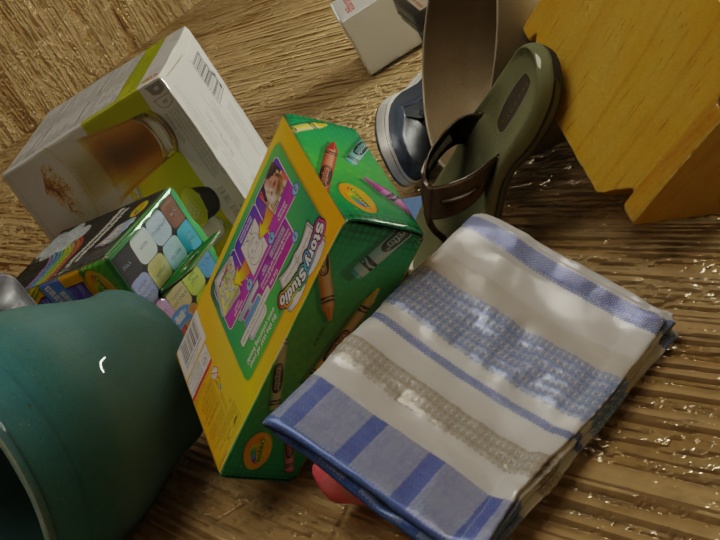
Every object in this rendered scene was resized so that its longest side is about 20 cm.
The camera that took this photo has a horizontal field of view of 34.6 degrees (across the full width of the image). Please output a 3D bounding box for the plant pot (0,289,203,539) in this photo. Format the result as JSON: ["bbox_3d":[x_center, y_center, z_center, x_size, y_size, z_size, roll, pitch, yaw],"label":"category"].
[{"bbox_3d":[-0.212,0.109,0.802,0.198,0.202,0.187,-12,15,41],"label":"plant pot"}]

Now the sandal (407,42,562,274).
[{"bbox_3d":[0.075,-0.078,0.833,0.202,0.057,0.080,-64,35,30],"label":"sandal"}]

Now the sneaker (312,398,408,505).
[{"bbox_3d":[0.030,0.062,0.705,0.086,0.074,0.201,-16,28,39],"label":"sneaker"}]

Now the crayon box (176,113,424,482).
[{"bbox_3d":[-0.046,0.019,0.734,0.201,0.058,0.119,-62,36,26],"label":"crayon box"}]

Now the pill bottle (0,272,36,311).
[{"bbox_3d":[-0.298,0.077,0.954,0.105,0.201,0.107,-28,22,13],"label":"pill bottle"}]

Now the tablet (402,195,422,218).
[{"bbox_3d":[0.000,0.000,0.956,0.129,0.014,0.200,-6,34,50],"label":"tablet"}]

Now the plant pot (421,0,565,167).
[{"bbox_3d":[0.140,-0.181,0.948,0.132,0.203,0.200,2,18,-13],"label":"plant pot"}]

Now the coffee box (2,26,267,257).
[{"bbox_3d":[-0.220,-0.102,1.219,0.196,0.201,0.201,-29,23,12],"label":"coffee box"}]

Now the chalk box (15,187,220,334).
[{"bbox_3d":[-0.204,0.018,1.056,0.198,0.125,0.125,-16,26,33],"label":"chalk box"}]

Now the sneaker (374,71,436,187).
[{"bbox_3d":[0.100,-0.162,1.070,0.145,0.077,0.203,-22,23,33],"label":"sneaker"}]

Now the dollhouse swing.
[{"bbox_3d":[0.250,-0.144,0.780,0.182,0.174,0.201,-55,40,34],"label":"dollhouse swing"}]

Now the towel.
[{"bbox_3d":[0.063,0.055,0.629,0.146,0.024,0.200,32,56,26],"label":"towel"}]

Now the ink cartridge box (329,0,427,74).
[{"bbox_3d":[0.069,-0.352,1.499,0.198,0.084,0.145,-31,22,6],"label":"ink cartridge box"}]
